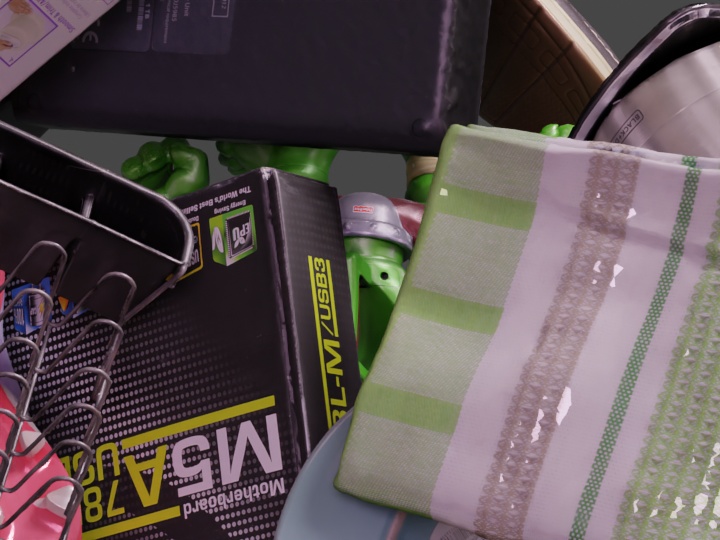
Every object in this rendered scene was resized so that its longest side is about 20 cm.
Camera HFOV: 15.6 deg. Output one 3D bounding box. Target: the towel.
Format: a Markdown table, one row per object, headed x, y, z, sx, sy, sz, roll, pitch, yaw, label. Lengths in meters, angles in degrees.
| x | y | z | sx | sy | sz | roll | pitch | yaw | label |
| --- | --- | --- | --- | --- | --- | --- | --- | --- | --- |
| 0.098 | 0.027 | 0.878 | 0.199 | 0.031 | 0.150 | 11 | 71 | 27 | towel |

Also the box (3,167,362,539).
| x | y | z | sx | sy | sz | roll | pitch | yaw | label |
| --- | --- | --- | --- | --- | --- | --- | --- | --- | --- |
| -0.085 | 0.081 | 1.001 | 0.199 | 0.047 | 0.195 | -17 | 70 | 35 | box |

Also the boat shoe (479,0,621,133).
| x | y | z | sx | sy | sz | roll | pitch | yaw | label |
| --- | --- | --- | --- | --- | --- | --- | --- | --- | --- |
| 0.047 | -0.126 | 1.086 | 0.200 | 0.073 | 0.065 | 45 | 49 | 7 | boat shoe |

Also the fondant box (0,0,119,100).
| x | y | z | sx | sy | sz | roll | pitch | yaw | label |
| --- | --- | --- | --- | --- | --- | --- | --- | --- | --- |
| -0.177 | -0.127 | 1.012 | 0.200 | 0.058 | 0.145 | -40 | 57 | 5 | fondant box |

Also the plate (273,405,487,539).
| x | y | z | sx | sy | sz | roll | pitch | yaw | label |
| --- | --- | --- | --- | --- | --- | --- | --- | --- | --- |
| 0.060 | 0.126 | 0.935 | 0.199 | 0.026 | 0.202 | 9 | 70 | -26 | plate |

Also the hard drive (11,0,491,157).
| x | y | z | sx | sy | sz | roll | pitch | yaw | label |
| --- | --- | --- | --- | --- | --- | --- | --- | --- | --- |
| -0.041 | -0.120 | 1.017 | 0.199 | 0.033 | 0.141 | 6 | 89 | 30 | hard drive |

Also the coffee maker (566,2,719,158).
| x | y | z | sx | sy | sz | roll | pitch | yaw | label |
| --- | --- | --- | --- | --- | --- | --- | --- | --- | --- |
| 0.198 | 0.002 | 0.966 | 0.191 | 0.135 | 0.201 | -17 | 56 | -21 | coffee maker |

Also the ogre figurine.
| x | y | z | sx | sy | sz | roll | pitch | yaw | label |
| --- | --- | --- | --- | --- | --- | --- | --- | --- | --- |
| 0.000 | 0.000 | 1.044 | 0.198 | 0.098 | 0.121 | 9 | 64 | -6 | ogre figurine |

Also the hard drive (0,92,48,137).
| x | y | z | sx | sy | sz | roll | pitch | yaw | label |
| --- | --- | --- | --- | --- | --- | --- | --- | --- | --- |
| -0.200 | -0.089 | 1.102 | 0.200 | 0.042 | 0.135 | -44 | 78 | -8 | hard drive |

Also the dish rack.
| x | y | z | sx | sy | sz | roll | pitch | yaw | label |
| --- | --- | --- | --- | --- | --- | --- | --- | --- | --- |
| -0.149 | 0.033 | 0.902 | 0.153 | 0.055 | 0.201 | 23 | 45 | -13 | dish rack |

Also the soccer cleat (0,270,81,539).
| x | y | z | sx | sy | sz | roll | pitch | yaw | label |
| --- | --- | --- | --- | --- | --- | --- | --- | --- | --- |
| -0.156 | 0.050 | 0.998 | 0.066 | 0.077 | 0.201 | -10 | 49 | -24 | soccer cleat |
